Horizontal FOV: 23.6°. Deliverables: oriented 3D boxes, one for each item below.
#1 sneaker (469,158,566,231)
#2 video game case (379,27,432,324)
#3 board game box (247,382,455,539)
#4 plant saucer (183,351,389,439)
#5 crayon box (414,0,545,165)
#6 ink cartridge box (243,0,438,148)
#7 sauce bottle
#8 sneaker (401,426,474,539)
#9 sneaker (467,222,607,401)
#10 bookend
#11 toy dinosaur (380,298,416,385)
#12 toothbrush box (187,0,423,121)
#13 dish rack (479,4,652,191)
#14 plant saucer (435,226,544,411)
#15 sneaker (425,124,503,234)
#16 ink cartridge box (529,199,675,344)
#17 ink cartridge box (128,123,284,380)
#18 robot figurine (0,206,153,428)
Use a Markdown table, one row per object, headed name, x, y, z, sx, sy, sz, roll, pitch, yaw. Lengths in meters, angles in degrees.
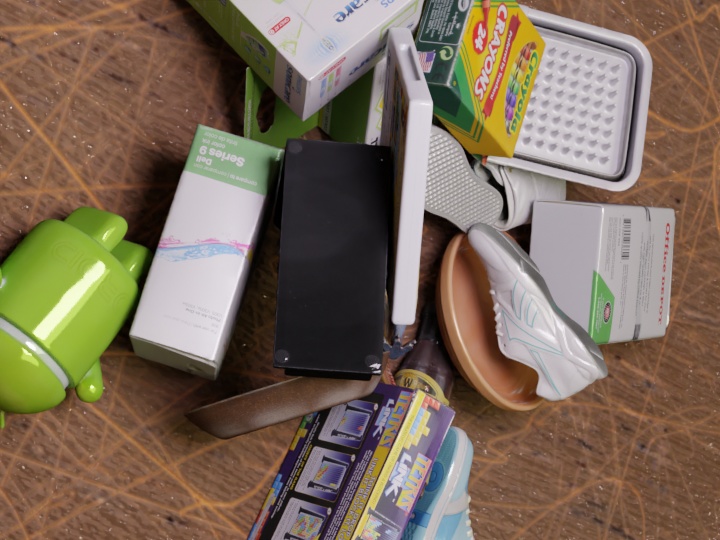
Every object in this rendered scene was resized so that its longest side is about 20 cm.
| name | x | y | z | sx | sy | sz | roll | pitch | yaw |
| --- | --- | --- | --- | --- | --- | --- | --- | --- | --- |
| sneaker | 0.161 | -0.142 | 1.796 | 0.115 | 0.073 | 0.201 | -21 | 107 | -49 |
| video game case | 0.035 | -0.084 | 1.471 | 0.023 | 0.182 | 0.201 | 2 | 117 | -5 |
| board game box | -0.013 | 0.205 | 1.656 | 0.057 | 0.165 | 0.201 | 33 | 75 | -32 |
| plant saucer | -0.063 | 0.119 | 1.590 | 0.200 | 0.200 | 0.037 | -15 | 85 | -34 |
| crayon box | 0.117 | -0.191 | 1.623 | 0.200 | 0.051 | 0.128 | 38 | 65 | -58 |
| ink cartridge box | -0.013 | -0.165 | 1.639 | 0.200 | 0.076 | 0.148 | -34 | 152 | -28 |
| sauce bottle | 0.059 | 0.132 | 1.762 | 0.066 | 0.066 | 0.201 | 26 | 69 | -34 |
| sneaker | 0.098 | 0.268 | 1.795 | 0.130 | 0.079 | 0.201 | 21 | 91 | -33 |
| sneaker | 0.161 | 0.044 | 1.725 | 0.201 | 0.080 | 0.070 | 55 | 18 | 3 |
| bookend | -0.032 | 0.015 | 1.508 | 0.092 | 0.200 | 0.200 | 4 | 73 | -5 |
| toy dinosaur | 0.000 | 0.000 | 1.702 | 0.104 | 0.200 | 0.182 | -1 | 53 | -2 |
| toothbrush box | -0.062 | -0.260 | 1.541 | 0.145 | 0.086 | 0.200 | -39 | 78 | -17 |
| dish rack | 0.196 | -0.173 | 1.761 | 0.199 | 0.044 | 0.173 | 12 | 75 | -14 |
| plant saucer | 0.138 | 0.051 | 1.790 | 0.200 | 0.037 | 0.201 | 27 | 54 | -45 |
| sneaker | 0.066 | -0.098 | 1.709 | 0.074 | 0.082 | 0.200 | -52 | 144 | -4 |
| ink cartridge box | 0.259 | 0.001 | 1.845 | 0.200 | 0.084 | 0.147 | 0 | 95 | -58 |
| ink cartridge box | -0.137 | -0.012 | 1.547 | 0.087 | 0.145 | 0.201 | 16 | 80 | -2 |
| robot figurine | -0.270 | 0.038 | 1.488 | 0.200 | 0.115 | 0.176 | -53 | 132 | -20 |
